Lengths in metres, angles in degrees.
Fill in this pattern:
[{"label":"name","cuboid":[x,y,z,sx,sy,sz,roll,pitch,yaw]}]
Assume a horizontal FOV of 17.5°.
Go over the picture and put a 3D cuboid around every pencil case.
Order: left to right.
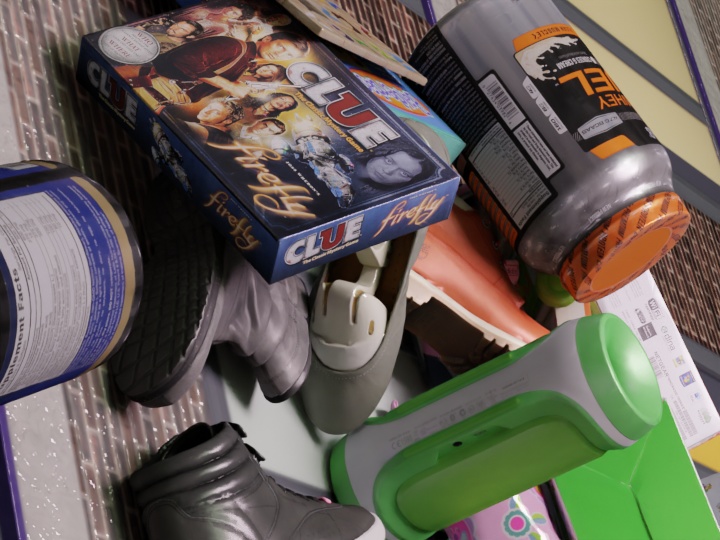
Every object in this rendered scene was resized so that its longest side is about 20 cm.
[{"label":"pencil case","cuboid":[0.089,0.166,1.525,0.087,0.087,0.201,3,62,-63]}]

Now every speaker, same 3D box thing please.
[{"label":"speaker","cuboid":[0.081,0.099,1.426,0.088,0.199,0.089,45,30,-35]}]

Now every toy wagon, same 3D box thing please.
[{"label":"toy wagon","cuboid":[0.128,0.025,1.681,0.155,0.039,0.201,106,-36,-67]}]

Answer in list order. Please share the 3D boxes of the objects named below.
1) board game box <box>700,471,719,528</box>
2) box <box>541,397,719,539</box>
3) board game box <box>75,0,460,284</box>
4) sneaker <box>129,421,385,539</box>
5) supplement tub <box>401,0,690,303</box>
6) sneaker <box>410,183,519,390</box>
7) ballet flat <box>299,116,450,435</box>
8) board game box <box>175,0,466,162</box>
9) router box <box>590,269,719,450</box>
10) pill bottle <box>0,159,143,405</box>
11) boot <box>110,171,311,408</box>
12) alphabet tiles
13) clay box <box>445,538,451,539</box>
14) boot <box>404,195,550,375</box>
[{"label":"board game box","cuboid":[0.283,0.224,1.558,0.200,0.064,0.148,-127,-164,-80]},{"label":"box","cuboid":[0.190,0.204,1.583,0.177,0.096,0.201,85,-16,-80]},{"label":"board game box","cuboid":[-0.056,-0.084,1.361,0.135,0.035,0.200,-20,52,-35]},{"label":"sneaker","cuboid":[-0.054,0.126,1.287,0.200,0.070,0.100,-9,79,-61]},{"label":"supplement tub","cuboid":[0.126,-0.085,1.573,0.201,0.122,0.122,55,21,18]},{"label":"sneaker","cuboid":[0.081,0.034,1.630,0.070,0.082,0.201,-3,68,-54]},{"label":"ballet flat","cuboid":[0.000,0.000,1.436,0.064,0.067,0.201,34,73,-69]},{"label":"board game box","cuboid":[-0.038,-0.143,1.530,0.200,0.045,0.152,47,15,29]},{"label":"router box","cuboid":[0.179,0.044,1.744,0.201,0.049,0.179,64,-13,1]},{"label":"pill bottle","cuboid":[-0.192,0.013,1.078,0.112,0.111,0.200,64,25,3]},{"label":"boot","cuboid":[-0.074,0.033,1.353,0.132,0.069,0.201,54,30,-32]},{"label":"alphabet tiles","cuboid":[-0.058,-0.194,1.506,0.200,0.008,0.167,42,11,22]},{"label":"clay box","cuboid":[0.070,0.229,1.364,0.115,0.047,0.200,59,-1,-3]},{"label":"boot","cuboid":[0.082,0.013,1.574,0.199,0.075,0.108,35,58,-14]}]
